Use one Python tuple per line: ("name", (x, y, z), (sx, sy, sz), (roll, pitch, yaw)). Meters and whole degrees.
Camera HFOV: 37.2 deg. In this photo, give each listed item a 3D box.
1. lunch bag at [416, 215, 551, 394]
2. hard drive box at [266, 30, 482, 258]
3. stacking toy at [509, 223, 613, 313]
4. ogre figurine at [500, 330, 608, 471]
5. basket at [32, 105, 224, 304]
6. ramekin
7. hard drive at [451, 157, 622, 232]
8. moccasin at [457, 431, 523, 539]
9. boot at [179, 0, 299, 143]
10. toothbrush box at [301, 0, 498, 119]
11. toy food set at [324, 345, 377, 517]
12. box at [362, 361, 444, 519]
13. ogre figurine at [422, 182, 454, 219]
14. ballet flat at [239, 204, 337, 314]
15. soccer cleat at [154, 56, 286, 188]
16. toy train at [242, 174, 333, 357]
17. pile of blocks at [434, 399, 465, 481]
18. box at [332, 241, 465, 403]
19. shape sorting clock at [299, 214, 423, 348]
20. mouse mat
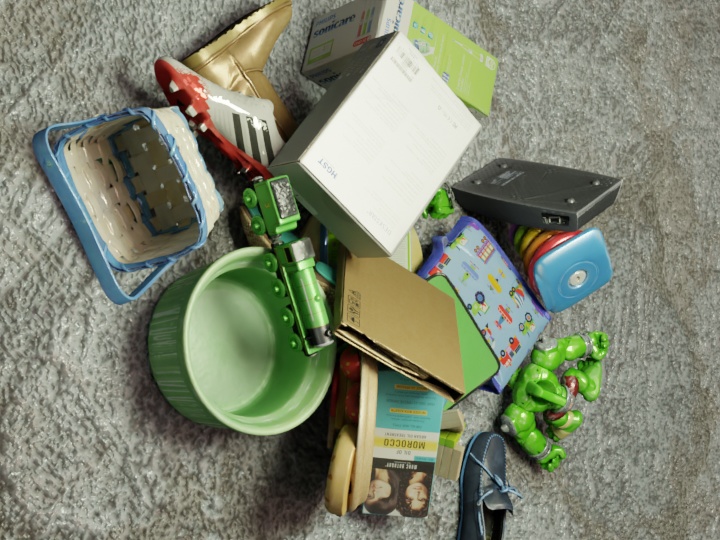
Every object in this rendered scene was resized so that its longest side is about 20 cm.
("lunch bag", (0.145, 0.037, 1.403), (0.151, 0.094, 0.200), (-49, 121, -35))
("hard drive box", (0.019, -0.139, 1.194), (0.156, 0.077, 0.200), (45, 68, -24))
("stacking toy", (0.250, -0.047, 1.485), (0.110, 0.200, 0.116), (-31, 135, -2))
("ogre figurine", (0.266, 0.169, 1.482), (0.120, 0.098, 0.200), (23, 111, -33))
("basket", (-0.229, -0.072, 1.059), (0.177, 0.139, 0.200), (68, 18, -10))
("ramekin", (-0.132, 0.079, 1.163), (0.200, 0.098, 0.200), (7, 79, -40))
("hard drive", (0.239, -0.104, 1.459), (0.135, 0.200, 0.042), (-33, 126, -40))
("moccasin", (0.177, 0.314, 1.417), (0.080, 0.068, 0.200), (16, 73, -39))
("boot", (-0.102, -0.198, 1.259), (0.175, 0.066, 0.200), (-41, 110, -24))
("toothbrush box", (0.051, -0.256, 1.345), (0.200, 0.145, 0.086), (27, 67, -36))
("toy food set", (-0.012, 0.176, 1.205), (0.049, 0.198, 0.200), (4, 79, -2))
("box", (0.050, 0.194, 1.254), (0.049, 0.082, 0.200), (-86, -179, -65))
("ogre figurine", (0.025, -0.138, 1.316), (0.200, 0.098, 0.120), (3, 53, -19))
("ballet flat", (-0.073, 0.006, 1.233), (0.200, 0.065, 0.071), (40, 20, 0))
("soccer cleat", (-0.142, -0.170, 1.168), (0.200, 0.069, 0.085), (45, 69, -26))
("toy train", (-0.071, -0.005, 1.125), (0.042, 0.056, 0.200), (-22, 97, -42))
("pile of blocks", (0.089, 0.154, 1.299), (0.062, 0.082, 0.200), (-46, 123, -58))
("box", (0.044, 0.050, 1.212), (0.163, 0.021, 0.200), (31, 25, -15))
("shape sorting clock", (0.000, 0.000, 1.329), (0.200, 0.039, 0.200), (4, 83, -39))
("mouse mat", (0.063, 0.118, 1.326), (0.200, 0.008, 0.161), (-35, 106, -8))
